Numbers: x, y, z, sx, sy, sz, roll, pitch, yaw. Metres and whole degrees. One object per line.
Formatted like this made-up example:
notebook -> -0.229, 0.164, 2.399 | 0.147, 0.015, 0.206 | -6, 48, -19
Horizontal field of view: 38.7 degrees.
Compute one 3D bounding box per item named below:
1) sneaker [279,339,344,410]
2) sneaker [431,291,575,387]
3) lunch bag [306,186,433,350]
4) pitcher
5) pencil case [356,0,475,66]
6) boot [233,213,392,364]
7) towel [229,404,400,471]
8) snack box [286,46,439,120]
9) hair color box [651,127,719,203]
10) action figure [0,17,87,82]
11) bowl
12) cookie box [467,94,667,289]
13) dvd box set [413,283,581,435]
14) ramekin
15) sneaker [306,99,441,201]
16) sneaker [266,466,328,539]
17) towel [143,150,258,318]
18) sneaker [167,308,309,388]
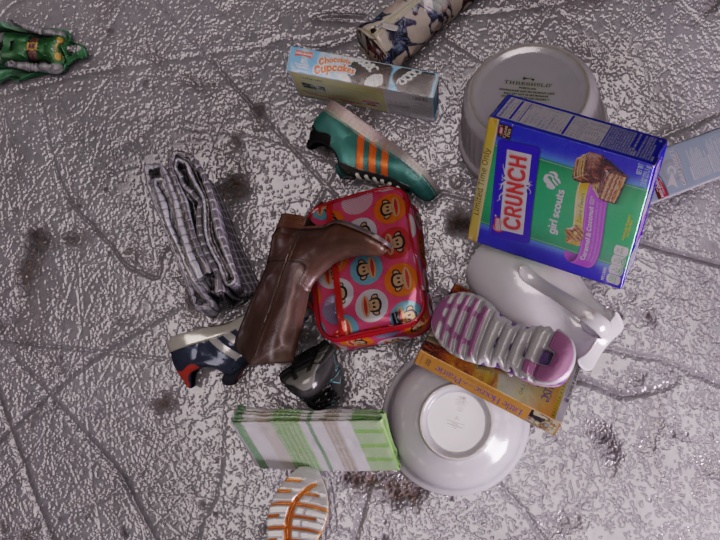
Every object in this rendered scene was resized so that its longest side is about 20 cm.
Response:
sneaker -> -0.049, 0.139, 1.299 | 0.075, 0.200, 0.080 | -27, 91, 5
sneaker -> 0.179, 0.093, 1.266 | 0.199, 0.088, 0.081 | 23, 82, 31
lunch bag -> 0.000, 0.000, 1.353 | 0.174, 0.082, 0.202 | -13, 69, 14
pitcher -> 0.230, 0.028, 1.283 | 0.199, 0.172, 0.122 | 39, 84, 17
pencil case -> 0.087, -0.358, 1.393 | 0.200, 0.089, 0.078 | -41, 82, -1
boot -> -0.063, 0.037, 1.282 | 0.185, 0.064, 0.202 | 9, 73, 39
towel -> -0.055, 0.215, 1.314 | 0.197, 0.150, 0.031 | -1, 55, 11
snack box -> 0.006, -0.250, 1.374 | 0.197, 0.116, 0.038 | 12, 85, 5
hair color box -> 0.392, -0.125, 1.304 | 0.198, 0.099, 0.061 | -21, 87, -20
action figure -> -0.485, -0.314, 1.455 | 0.197, 0.055, 0.120 | 1, 81, 1
bowl -> 0.125, 0.196, 1.331 | 0.198, 0.090, 0.204 | 0, 85, 4
cookie box -> 0.240, -0.094, 1.216 | 0.198, 0.075, 0.173 | 19, 126, 19
dvd box set -> 0.183, 0.111, 1.321 | 0.198, 0.030, 0.147 | 28, 43, 7
ramekin -> 0.221, -0.202, 1.327 | 0.200, 0.094, 0.205 | -6, 60, 11
sneaker -> 0.016, -0.144, 1.390 | 0.199, 0.071, 0.080 | 37, 92, 12
sneaker -> -0.086, 0.357, 1.340 | 0.077, 0.077, 0.203 | 9, 82, 6
towel -> -0.205, -0.044, 1.347 | 0.085, 0.166, 0.202 | -22, 83, -4
sneaker -> -0.156, 0.105, 1.377 | 0.198, 0.075, 0.086 | -17, 87, 10
